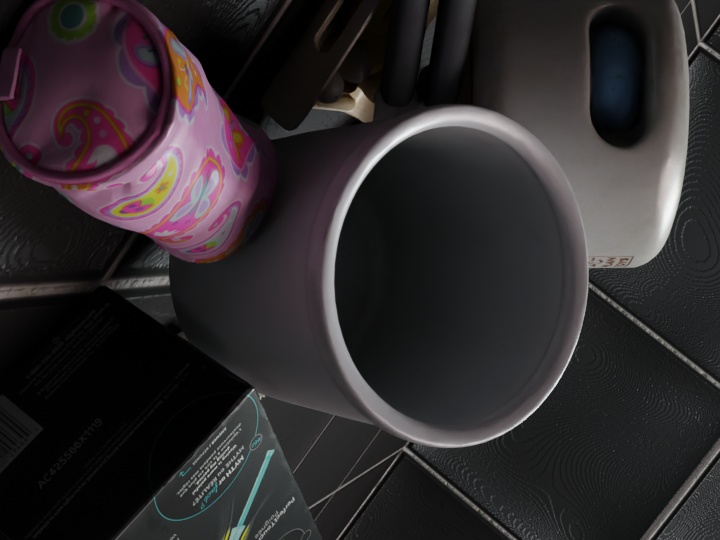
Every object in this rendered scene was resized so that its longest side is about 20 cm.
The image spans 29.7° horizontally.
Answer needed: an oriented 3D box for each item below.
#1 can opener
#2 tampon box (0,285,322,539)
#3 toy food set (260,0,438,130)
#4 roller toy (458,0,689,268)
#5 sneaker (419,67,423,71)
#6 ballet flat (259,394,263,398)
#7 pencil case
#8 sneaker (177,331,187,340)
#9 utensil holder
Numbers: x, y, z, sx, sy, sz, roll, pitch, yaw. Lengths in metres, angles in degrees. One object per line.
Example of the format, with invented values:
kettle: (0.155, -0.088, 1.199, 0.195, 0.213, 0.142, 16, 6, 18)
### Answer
can opener: (0.037, -0.124, 0.810, 0.201, 0.052, 0.067, 95, 5, -60)
tampon box: (-0.131, 0.141, 0.808, 0.150, 0.126, 0.201, -47, 149, -21)
toy food set: (0.024, -0.148, 0.859, 0.144, 0.060, 0.200, -55, 169, 14)
roller toy: (0.133, -0.091, 0.853, 0.183, 0.138, 0.202, -89, 180, -58)
sneaker: (0.026, -0.096, 1.021, 0.115, 0.072, 0.201, -62, 176, 26)
ballet flat: (-0.066, 0.031, 1.031, 0.072, 0.071, 0.201, -37, 160, -51)
pencil case: (-0.096, -0.057, 0.614, 0.088, 0.087, 0.200, -52, 169, -1)
sneaker: (-0.151, 0.135, 0.982, 0.201, 0.075, 0.084, -51, 169, 2)
utensil holder: (0.000, 0.000, 0.761, 0.170, 0.171, 0.199, -47, -156, -22)
